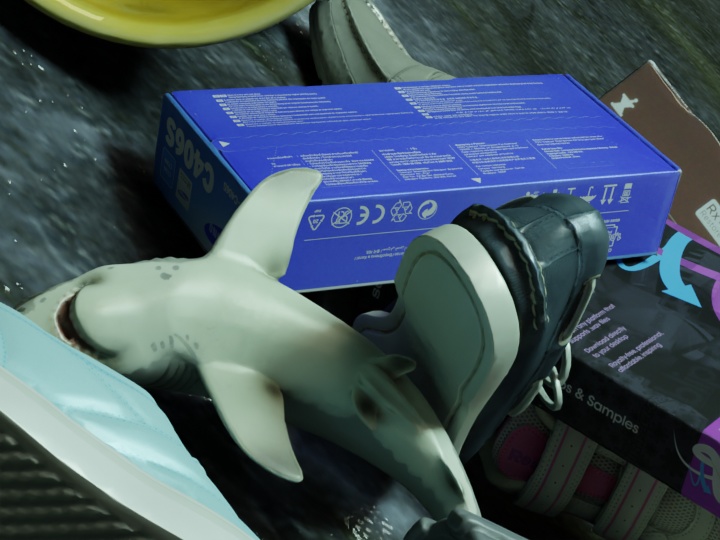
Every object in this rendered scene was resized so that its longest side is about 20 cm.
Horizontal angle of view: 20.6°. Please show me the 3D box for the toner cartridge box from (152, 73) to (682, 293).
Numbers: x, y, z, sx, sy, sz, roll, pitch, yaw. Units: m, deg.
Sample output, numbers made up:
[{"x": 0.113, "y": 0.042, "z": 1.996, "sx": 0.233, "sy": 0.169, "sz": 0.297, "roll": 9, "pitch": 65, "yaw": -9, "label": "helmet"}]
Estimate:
[{"x": 0.024, "y": -0.039, "z": 0.814, "sx": 0.198, "sy": 0.044, "sz": 0.095, "roll": -5, "pitch": 32, "yaw": -29, "label": "toner cartridge box"}]

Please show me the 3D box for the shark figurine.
[{"x": -0.017, "y": 0.058, "z": 0.700, "sx": 0.214, "sy": 0.090, "sz": 0.128, "roll": 39, "pitch": 58, "yaw": -3, "label": "shark figurine"}]

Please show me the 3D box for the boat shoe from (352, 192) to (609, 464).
[{"x": 0.040, "y": 0.024, "z": 0.725, "sx": 0.075, "sy": 0.061, "sz": 0.200, "roll": 60, "pitch": -18, "yaw": 18, "label": "boat shoe"}]

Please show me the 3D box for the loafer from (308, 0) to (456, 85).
[{"x": 0.039, "y": -0.069, "z": 0.983, "sx": 0.070, "sy": 0.070, "sz": 0.201, "roll": 7, "pitch": 47, "yaw": -56, "label": "loafer"}]

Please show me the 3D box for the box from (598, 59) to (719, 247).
[{"x": 0.157, "y": -0.026, "z": 1.035, "sx": 0.100, "sy": 0.075, "sz": 0.200, "roll": 55, "pitch": 1, "yaw": 15, "label": "box"}]

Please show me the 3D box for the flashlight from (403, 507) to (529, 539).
[{"x": 0.096, "y": 0.136, "z": 0.652, "sx": 0.199, "sy": 0.068, "sz": 0.068, "roll": 30, "pitch": 64, "yaw": -25, "label": "flashlight"}]

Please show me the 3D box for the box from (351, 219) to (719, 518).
[{"x": 0.115, "y": 0.022, "z": 0.827, "sx": 0.199, "sy": 0.036, "sz": 0.143, "roll": 30, "pitch": 33, "yaw": 27, "label": "box"}]

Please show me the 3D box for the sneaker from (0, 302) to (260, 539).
[{"x": -0.062, "y": 0.075, "z": 0.593, "sx": 0.200, "sy": 0.074, "sz": 0.082, "roll": 45, "pitch": 27, "yaw": -12, "label": "sneaker"}]

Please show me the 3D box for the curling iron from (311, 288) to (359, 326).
[{"x": 0.000, "y": 0.000, "z": 0.868, "sx": 0.050, "sy": 0.026, "sz": 0.200, "roll": 41, "pitch": 25, "yaw": -11, "label": "curling iron"}]

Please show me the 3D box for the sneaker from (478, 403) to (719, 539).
[{"x": 0.101, "y": 0.079, "z": 0.844, "sx": 0.199, "sy": 0.082, "sz": 0.088, "roll": 36, "pitch": 36, "yaw": 30, "label": "sneaker"}]

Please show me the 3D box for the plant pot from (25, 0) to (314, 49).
[{"x": -0.087, "y": -0.216, "z": 0.860, "sx": 0.200, "sy": 0.201, "sz": 0.189, "roll": 39, "pitch": 10, "yaw": -21, "label": "plant pot"}]
